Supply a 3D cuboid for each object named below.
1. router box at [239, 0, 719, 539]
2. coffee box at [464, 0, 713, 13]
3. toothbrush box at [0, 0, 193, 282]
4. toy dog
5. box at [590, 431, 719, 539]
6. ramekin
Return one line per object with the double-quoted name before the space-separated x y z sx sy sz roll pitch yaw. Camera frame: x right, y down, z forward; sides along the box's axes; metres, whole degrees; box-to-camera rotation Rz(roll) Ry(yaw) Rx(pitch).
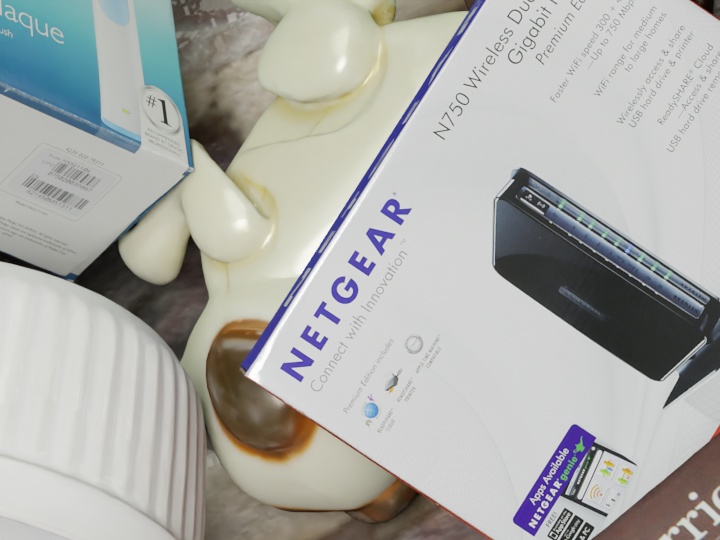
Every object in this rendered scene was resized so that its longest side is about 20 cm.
"router box" 0.083 0.003 0.994 0.179 0.049 0.201 33 88 -5
"coffee box" 0.106 -0.168 1.177 0.079 0.113 0.201 -2 55 21
"toothbrush box" -0.155 -0.117 1.102 0.085 0.146 0.201 -40 42 32
"toy dog" 0.000 0.000 1.089 0.193 0.140 0.201 12 71 30
"box" 0.197 0.145 0.871 0.166 0.165 0.200 -39 50 -9
"ramekin" -0.149 0.077 1.020 0.199 0.200 0.106 -4 59 19
